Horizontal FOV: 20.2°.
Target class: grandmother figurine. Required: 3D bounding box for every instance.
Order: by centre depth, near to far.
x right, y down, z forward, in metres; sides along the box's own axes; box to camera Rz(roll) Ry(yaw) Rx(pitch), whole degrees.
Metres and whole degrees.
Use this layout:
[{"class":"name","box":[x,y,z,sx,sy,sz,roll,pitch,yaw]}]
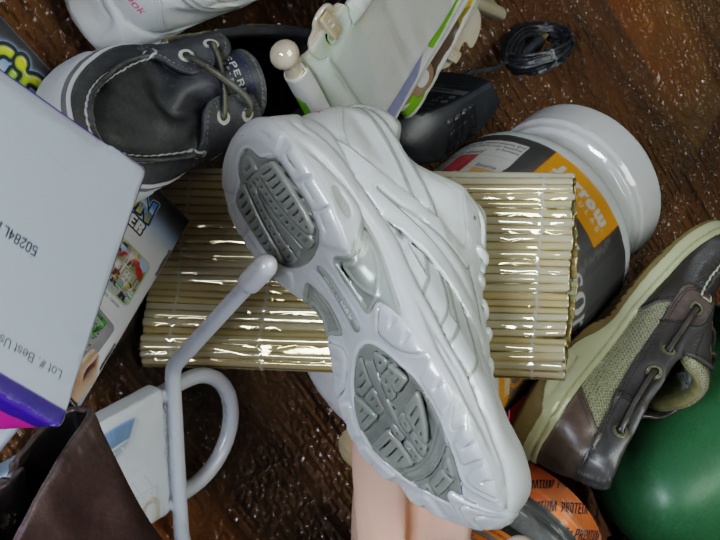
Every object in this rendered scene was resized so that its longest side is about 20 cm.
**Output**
[{"class":"grandmother figurine","box":[0.018,0.145,0.878,0.061,0.121,0.200,46,26,-30]}]

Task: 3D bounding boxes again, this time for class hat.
[{"class":"hat","box":[0.134,0.113,1.036,0.176,0.200,0.166,-7,120,-41]}]

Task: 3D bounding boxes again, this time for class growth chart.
[{"class":"growth chart","box":[0.030,-0.135,0.960,0.200,0.018,0.145,-56,155,-19]}]

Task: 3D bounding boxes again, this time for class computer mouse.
[{"class":"computer mouse","box":[0.061,-0.095,1.089,0.200,0.058,0.034,-31,125,-48]}]

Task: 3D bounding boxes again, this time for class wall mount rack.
[{"class":"wall mount rack","box":[-0.100,0.082,0.844,0.200,0.074,0.174,-29,129,-43]}]

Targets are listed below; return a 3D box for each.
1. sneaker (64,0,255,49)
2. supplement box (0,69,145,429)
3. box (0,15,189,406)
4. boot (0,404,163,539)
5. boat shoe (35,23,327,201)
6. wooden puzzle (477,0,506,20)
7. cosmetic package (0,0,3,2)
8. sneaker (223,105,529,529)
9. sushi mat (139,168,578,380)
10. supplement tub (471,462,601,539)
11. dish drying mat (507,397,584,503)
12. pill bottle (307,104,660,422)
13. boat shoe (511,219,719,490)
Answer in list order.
[{"class":"sneaker","box":[-0.043,-0.162,0.948,0.200,0.099,0.078,-45,116,-40]},{"class":"supplement box","box":[-0.186,-0.005,0.704,0.101,0.200,0.104,36,59,-38]},{"class":"box","box":[-0.166,-0.044,0.849,0.200,0.035,0.110,49,52,-30]},{"class":"boot","box":[-0.077,0.123,0.778,0.200,0.072,0.167,-55,135,-58]},{"class":"boat shoe","box":[-0.067,-0.077,0.900,0.200,0.066,0.070,-16,83,-61]},{"class":"wooden puzzle","box":[0.043,-0.238,1.044,0.185,0.046,0.201,1,82,-69]},{"class":"cosmetic package","box":[-0.155,-0.218,0.830,0.103,0.073,0.201,34,50,-38]},{"class":"sneaker","box":[0.029,0.011,0.867,0.099,0.078,0.201,-26,88,-38]},{"class":"sushi mat","box":[0.000,0.000,0.926,0.012,0.199,0.096,65,27,-75]},{"class":"supplement tub","box":[0.032,0.188,0.964,0.200,0.122,0.123,-52,121,-37]},{"class":"dish drying mat","box":[0.100,0.146,1.117,0.077,0.018,0.201,6,79,-50]},{"class":"pill bottle","box":[0.066,-0.001,1.030,0.200,0.116,0.117,-40,113,-42]},{"class":"boat shoe","box":[0.147,0.046,1.025,0.065,0.073,0.200,37,51,14]}]
